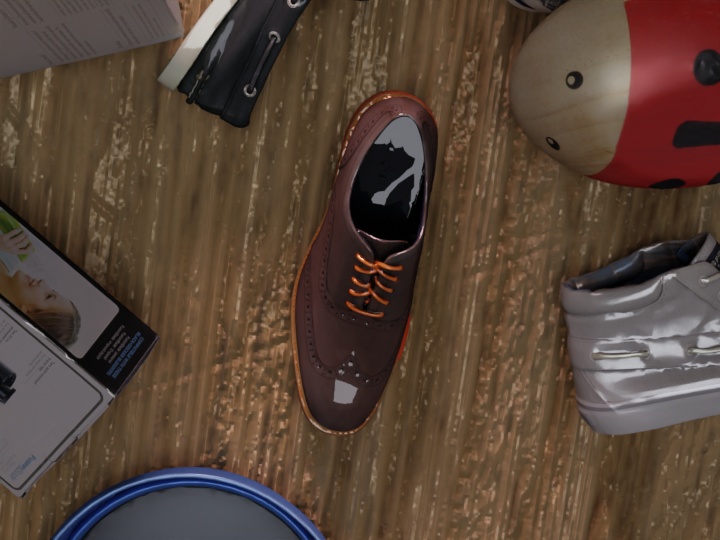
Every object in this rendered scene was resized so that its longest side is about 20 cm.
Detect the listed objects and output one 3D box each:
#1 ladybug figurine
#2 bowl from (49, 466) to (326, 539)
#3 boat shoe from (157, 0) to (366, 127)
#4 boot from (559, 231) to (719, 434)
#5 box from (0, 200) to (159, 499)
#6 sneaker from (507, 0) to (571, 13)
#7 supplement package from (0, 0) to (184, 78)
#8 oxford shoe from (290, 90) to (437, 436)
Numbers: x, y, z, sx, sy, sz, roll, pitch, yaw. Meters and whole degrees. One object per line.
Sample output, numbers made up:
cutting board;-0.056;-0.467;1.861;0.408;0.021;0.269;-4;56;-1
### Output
ladybug figurine;0.179;-0.097;0.869;0.198;0.072;0.137;-6;135;-15
bowl;-0.101;0.213;0.954;0.198;0.039;0.203;0;99;-1
boat shoe;-0.026;-0.161;0.880;0.066;0.075;0.200;39;96;-9
boot;0.213;0.024;0.914;0.198;0.074;0.096;-15;106;2
box;-0.223;0.019;0.885;0.200;0.060;0.117;41;127;-6
sneaker;0.099;-0.240;0.868;0.076;0.081;0.202;-11;98;2
supplement package;-0.208;-0.184;0.799;0.198;0.191;0.149;-12;85;0
oxford shoe;0.000;0.000;0.906;0.070;0.073;0.202;9;99;-4
